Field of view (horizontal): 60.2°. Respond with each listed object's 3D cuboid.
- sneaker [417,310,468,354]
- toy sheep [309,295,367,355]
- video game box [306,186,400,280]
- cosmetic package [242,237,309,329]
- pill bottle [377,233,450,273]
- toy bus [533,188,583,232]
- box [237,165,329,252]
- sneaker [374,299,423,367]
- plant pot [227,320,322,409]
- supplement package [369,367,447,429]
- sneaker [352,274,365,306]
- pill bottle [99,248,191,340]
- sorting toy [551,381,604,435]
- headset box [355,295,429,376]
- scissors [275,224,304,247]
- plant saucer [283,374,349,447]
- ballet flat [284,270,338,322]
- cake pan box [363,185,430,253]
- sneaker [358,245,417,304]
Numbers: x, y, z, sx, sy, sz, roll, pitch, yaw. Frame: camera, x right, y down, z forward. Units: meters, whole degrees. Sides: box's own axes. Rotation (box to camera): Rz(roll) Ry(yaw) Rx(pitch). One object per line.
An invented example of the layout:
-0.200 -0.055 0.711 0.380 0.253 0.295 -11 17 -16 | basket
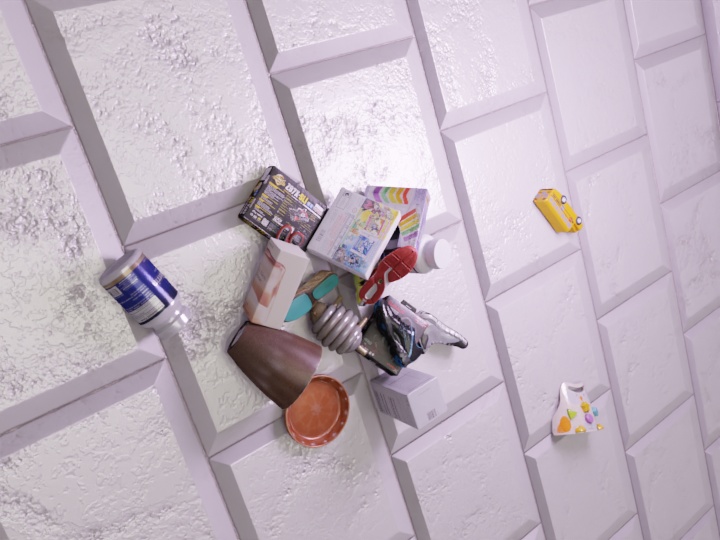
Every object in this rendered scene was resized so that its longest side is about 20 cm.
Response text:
0.232 0.217 1.908 0.199 0.075 0.116 34 81 -18 | sneaker
-0.057 0.158 1.688 0.200 0.138 0.138 39 72 3 | toy sheep
-0.015 -0.101 1.649 0.201 0.181 0.047 -60 161 -14 | video game box
-0.215 0.032 1.568 0.087 0.103 0.201 19 101 -28 | cosmetic package
0.148 -0.047 1.746 0.110 0.199 0.112 -2 93 -49 | pill bottle
0.688 -0.200 2.153 0.200 0.065 0.079 45 71 -25 | toy bus
-0.198 -0.150 1.630 0.199 0.049 0.161 36 73 -28 | box
0.103 0.165 1.721 0.081 0.073 0.201 -27 98 -20 | sneaker
-0.230 0.219 1.577 0.199 0.187 0.188 35 75 -13 | plant pot
0.135 0.357 1.776 0.113 0.200 0.110 -26 105 -26 | supplement package
0.000 0.000 1.756 0.076 0.075 0.202 6 84 -16 | sneaker
-0.490 0.059 1.429 0.116 0.115 0.200 -46 115 -20 | pill bottle
0.790 0.496 2.259 0.198 0.107 0.182 2 73 -31 | sorting toy
0.090 0.179 1.786 0.148 0.075 0.201 36 74 -6 | headset box
-0.209 -0.021 1.615 0.073 0.014 0.201 18 104 -28 | scissors
-0.122 0.388 1.722 0.199 0.032 0.202 -3 95 -32 | plant saucer
-0.146 0.066 1.667 0.199 0.065 0.071 -35 126 -24 | ballet flat
0.084 -0.136 1.705 0.052 0.183 0.202 59 42 -58 | cake pan box
0.070 -0.007 1.667 0.200 0.116 0.078 -41 105 16 | sneaker
